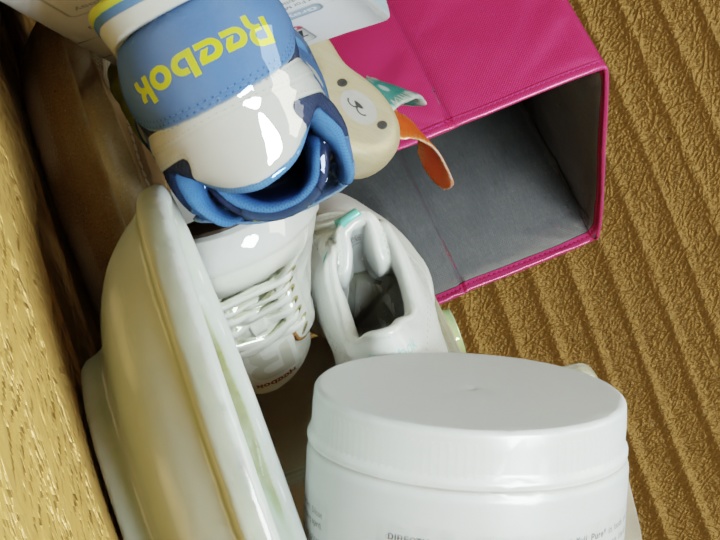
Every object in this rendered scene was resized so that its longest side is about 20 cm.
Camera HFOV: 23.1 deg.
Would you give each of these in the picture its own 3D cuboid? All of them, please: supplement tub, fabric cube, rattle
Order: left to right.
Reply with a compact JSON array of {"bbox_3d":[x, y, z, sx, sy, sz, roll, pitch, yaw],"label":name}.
[{"bbox_3d":[-0.009,-0.111,0.836,0.143,0.199,0.131,-60,-151,29],"label":"rattle"},{"bbox_3d":[0.023,-0.110,1.096,0.197,0.199,0.200,79,-12,-61],"label":"fabric cube"},{"bbox_3d":[0.039,0.145,0.717,0.132,0.131,0.202,-120,-147,-77],"label":"supplement tub"}]

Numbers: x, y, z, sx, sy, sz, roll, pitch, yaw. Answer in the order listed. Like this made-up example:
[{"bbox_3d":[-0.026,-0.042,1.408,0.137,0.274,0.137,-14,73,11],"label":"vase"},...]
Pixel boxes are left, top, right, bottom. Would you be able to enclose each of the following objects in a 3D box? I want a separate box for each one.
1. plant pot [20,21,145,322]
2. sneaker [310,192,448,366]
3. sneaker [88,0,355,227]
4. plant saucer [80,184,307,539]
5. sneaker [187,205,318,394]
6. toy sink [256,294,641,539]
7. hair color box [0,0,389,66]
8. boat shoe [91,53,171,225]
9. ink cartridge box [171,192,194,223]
[{"bbox_3d":[-0.106,-0.017,0.761,0.200,0.027,0.201,159,-90,-88],"label":"plant pot"},{"bbox_3d":[0.000,0.000,0.844,0.200,0.075,0.089,-119,-170,-54],"label":"sneaker"},{"bbox_3d":[-0.042,-0.049,0.633,0.083,0.074,0.200,61,3,9],"label":"sneaker"},{"bbox_3d":[-0.054,0.072,0.598,0.200,0.050,0.201,160,-90,-87],"label":"plant saucer"},{"bbox_3d":[-0.043,0.010,0.769,0.200,0.072,0.085,169,-102,-86],"label":"sneaker"},{"bbox_3d":[0.023,0.100,0.889,0.112,0.199,0.131,-113,-177,-55],"label":"toy sink"},{"bbox_3d":[-0.070,-0.126,0.623,0.200,0.098,0.061,25,49,-69],"label":"hair color box"},{"bbox_3d":[-0.120,-0.096,0.918,0.071,0.064,0.201,74,-4,-63],"label":"boat shoe"},{"bbox_3d":[-0.100,-0.056,1.027,0.145,0.083,0.201,80,-12,-71],"label":"ink cartridge box"}]
